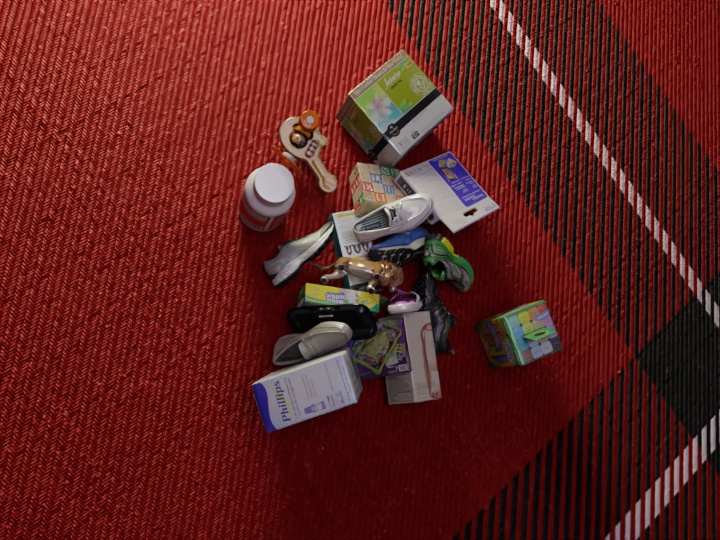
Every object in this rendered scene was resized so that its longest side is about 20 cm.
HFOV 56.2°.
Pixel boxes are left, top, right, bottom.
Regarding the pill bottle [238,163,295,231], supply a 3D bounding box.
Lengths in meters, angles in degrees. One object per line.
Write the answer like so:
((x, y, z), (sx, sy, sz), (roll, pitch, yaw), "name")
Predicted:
((-0.206, -0.163, 1.491), (0.111, 0.200, 0.114), (3, 78, -16), "pill bottle")

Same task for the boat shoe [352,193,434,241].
((0.075, -0.119, 1.539), (0.198, 0.067, 0.074), (-28, 78, 9), "boat shoe")

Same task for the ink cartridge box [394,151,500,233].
((0.211, -0.183, 1.630), (0.197, 0.044, 0.201), (-26, 70, -39), "ink cartridge box")

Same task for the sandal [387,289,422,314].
((0.100, 0.067, 1.535), (0.081, 0.203, 0.051), (-6, 91, 3), "sandal")

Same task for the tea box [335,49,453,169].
((0.082, -0.388, 1.657), (0.197, 0.134, 0.200), (47, 70, -2), "tea box")

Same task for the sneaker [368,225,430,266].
((0.090, -0.064, 1.620), (0.199, 0.079, 0.089), (-17, 57, -40), "sneaker")

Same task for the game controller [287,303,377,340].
((-0.064, 0.116, 1.492), (0.197, 0.105, 0.042), (-5, 35, 19), "game controller")

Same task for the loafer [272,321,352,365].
((-0.106, 0.165, 1.468), (0.070, 0.198, 0.070), (53, 32, -27), "loafer")

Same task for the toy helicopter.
((-0.127, -0.268, 1.604), (0.132, 0.079, 0.201), (-33, 93, -19), "toy helicopter")

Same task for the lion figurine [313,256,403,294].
((0.000, 0.000, 1.526), (0.198, 0.123, 0.073), (20, 113, 5), "lion figurine")

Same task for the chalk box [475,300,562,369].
((0.384, 0.152, 1.602), (0.124, 0.200, 0.125), (-19, 85, -19), "chalk box")

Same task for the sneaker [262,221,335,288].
((-0.139, -0.050, 1.550), (0.200, 0.074, 0.079), (-41, 83, -11), "sneaker")

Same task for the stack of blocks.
((0.080, -0.186, 1.632), (0.198, 0.059, 0.116), (5, 55, -24), "stack of blocks")

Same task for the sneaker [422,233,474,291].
((0.203, -0.002, 1.615), (0.200, 0.077, 0.086), (41, 60, -39), "sneaker")

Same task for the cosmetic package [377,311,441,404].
((0.113, 0.202, 1.556), (0.086, 0.103, 0.203), (-1, 80, -37), "cosmetic package")

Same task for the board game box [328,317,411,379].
((0.011, 0.183, 1.518), (0.198, 0.032, 0.122), (-12, 84, 19), "board game box")

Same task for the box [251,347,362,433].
((-0.106, 0.247, 1.420), (0.198, 0.184, 0.106), (-18, 87, 3), "box")

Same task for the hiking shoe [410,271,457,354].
((0.181, 0.105, 1.629), (0.100, 0.076, 0.203), (0, 86, -28), "hiking shoe")

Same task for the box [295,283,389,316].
((-0.042, 0.079, 1.534), (0.197, 0.117, 0.049), (7, 70, -15), "box")

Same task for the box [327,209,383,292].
((-0.012, -0.040, 1.603), (0.081, 0.049, 0.203), (-11, 82, -19), "box")
